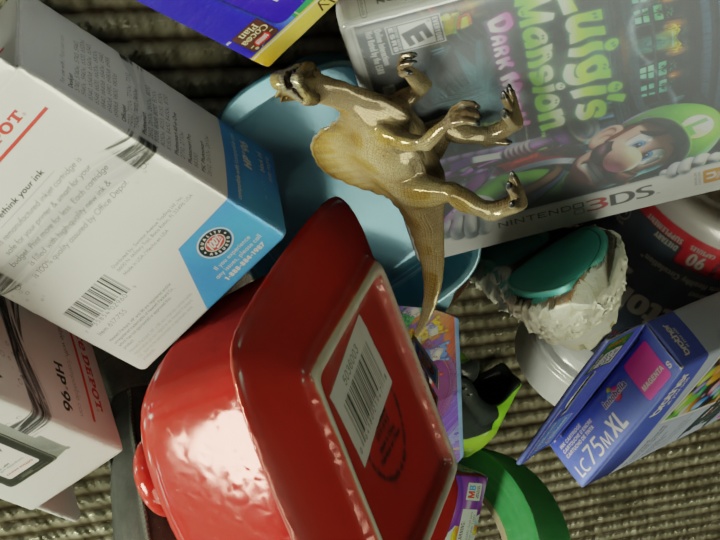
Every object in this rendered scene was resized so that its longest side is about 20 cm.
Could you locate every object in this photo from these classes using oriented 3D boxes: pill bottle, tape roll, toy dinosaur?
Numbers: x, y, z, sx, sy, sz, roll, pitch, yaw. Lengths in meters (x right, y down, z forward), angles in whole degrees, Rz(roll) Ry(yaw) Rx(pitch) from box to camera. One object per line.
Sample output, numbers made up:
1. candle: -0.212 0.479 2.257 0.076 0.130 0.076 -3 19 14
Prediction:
1. pill bottle: 0.180 0.001 1.025 0.118 0.120 0.201 -3 141 -30
2. tape roll: 0.065 0.230 1.199 0.200 0.202 0.048 -42 143 25
3. toy dinosaur: 0.028 -0.050 0.773 0.100 0.059 0.200 -8 142 25

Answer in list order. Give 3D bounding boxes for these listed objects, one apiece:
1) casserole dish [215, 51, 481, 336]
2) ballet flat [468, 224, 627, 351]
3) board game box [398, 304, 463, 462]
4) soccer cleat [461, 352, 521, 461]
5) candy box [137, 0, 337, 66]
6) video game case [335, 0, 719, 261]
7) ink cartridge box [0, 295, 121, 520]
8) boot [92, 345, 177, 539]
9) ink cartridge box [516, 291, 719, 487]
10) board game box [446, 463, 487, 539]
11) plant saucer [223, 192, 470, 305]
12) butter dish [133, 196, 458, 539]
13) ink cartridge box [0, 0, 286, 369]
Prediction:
1. casserole dish: -0.014 -0.039 0.880 0.120 0.039 0.201 -32 128 5
2. ballet flat: 0.111 0.009 0.890 0.071 0.200 0.073 -1 100 -9
3. board game box: -0.007 0.107 0.950 0.156 0.039 0.201 -16 137 -10
4. soccer cleat: 0.032 0.083 1.108 0.199 0.068 0.082 12 119 -47
5. candy box: -0.057 -0.189 0.646 0.169 0.078 0.199 -41 145 23
6. video game case: 0.096 -0.084 0.792 0.179 0.024 0.201 -14 145 5
7. ink cartridge box: -0.196 0.046 0.836 0.067 0.117 0.200 -32 147 15
8. boot: -0.112 0.134 0.949 0.072 0.201 0.182 -26 148 2
9. ink cartridge box: 0.190 0.063 0.955 0.198 0.042 0.120 -15 148 -39
10. board game box: -0.023 0.171 1.114 0.198 0.104 0.104 11 93 -43
11. plant saucer: 0.000 0.000 0.987 0.198 0.037 0.201 -18 147 -12
12. butter dish: -0.049 0.093 0.824 0.146 0.200 0.202 -13 110 22
13. ink cartridge box: -0.147 -0.049 0.765 0.199 0.068 0.116 32 118 -33
